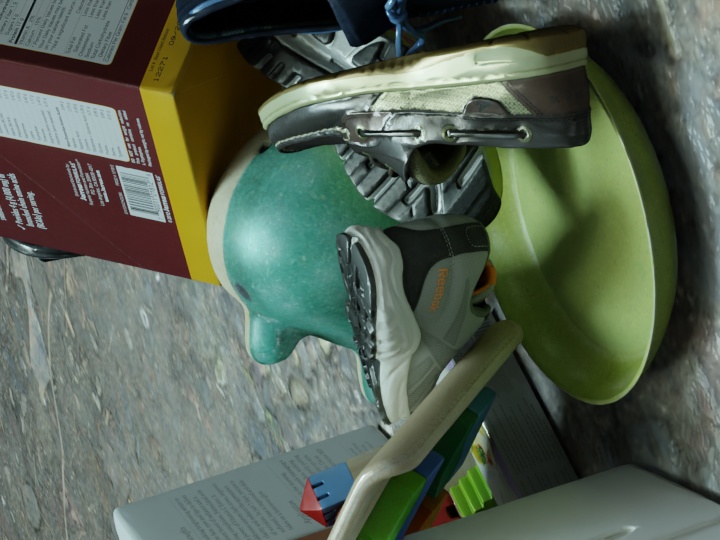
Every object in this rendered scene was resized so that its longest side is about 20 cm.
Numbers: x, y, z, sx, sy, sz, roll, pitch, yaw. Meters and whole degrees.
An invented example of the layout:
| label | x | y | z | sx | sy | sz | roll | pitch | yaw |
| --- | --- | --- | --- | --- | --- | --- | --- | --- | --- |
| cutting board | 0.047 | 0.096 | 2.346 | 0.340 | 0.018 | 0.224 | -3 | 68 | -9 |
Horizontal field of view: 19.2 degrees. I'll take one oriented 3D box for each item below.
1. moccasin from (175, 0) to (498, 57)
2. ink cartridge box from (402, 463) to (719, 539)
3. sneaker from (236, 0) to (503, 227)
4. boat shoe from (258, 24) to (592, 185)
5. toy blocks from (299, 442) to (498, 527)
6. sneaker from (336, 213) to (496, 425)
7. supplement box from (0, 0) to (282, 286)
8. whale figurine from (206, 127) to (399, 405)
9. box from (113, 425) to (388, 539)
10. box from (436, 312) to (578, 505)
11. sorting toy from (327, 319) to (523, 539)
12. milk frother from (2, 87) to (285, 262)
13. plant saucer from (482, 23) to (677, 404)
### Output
| label | x | y | z | sx | sy | sz | roll | pitch | yaw |
| --- | --- | --- | --- | --- | --- | --- | --- | --- | --- |
| moccasin | 0.001 | -0.141 | 1.092 | 0.081 | 0.199 | 0.068 | 56 | -144 | -48 |
| ink cartridge box | 0.126 | 0.223 | 1.075 | 0.145 | 0.147 | 0.201 | 22 | 125 | 65 |
| sneaker | 0.019 | -0.095 | 1.161 | 0.078 | 0.090 | 0.200 | -50 | 61 | 20 |
| boat shoe | 0.028 | -0.074 | 1.053 | 0.199 | 0.073 | 0.065 | -9 | 92 | 45 |
| toy blocks | 0.027 | 0.183 | 1.285 | 0.100 | 0.136 | 0.201 | 77 | 170 | -55 |
| sneaker | 0.034 | 0.027 | 1.129 | 0.200 | 0.079 | 0.074 | 89 | 162 | -71 |
| supplement box | -0.166 | -0.115 | 1.251 | 0.198 | 0.199 | 0.133 | 82 | -156 | -58 |
| whale figurine | 0.000 | 0.000 | 1.239 | 0.104 | 0.159 | 0.200 | 23 | 154 | 50 |
| box | -0.050 | 0.219 | 1.446 | 0.106 | 0.199 | 0.153 | 40 | 142 | 55 |
| box | 0.096 | 0.117 | 1.224 | 0.201 | 0.041 | 0.039 | 63 | 157 | 25 |
| sorting toy | 0.015 | 0.135 | 1.130 | 0.036 | 0.185 | 0.201 | 34 | 121 | 8 |
| milk frother | -0.146 | -0.116 | 1.423 | 0.180 | 0.199 | 0.189 | 3 | 110 | 46 |
| plant saucer | 0.110 | -0.031 | 1.094 | 0.200 | 0.031 | 0.201 | 165 | 90 | -70 |
